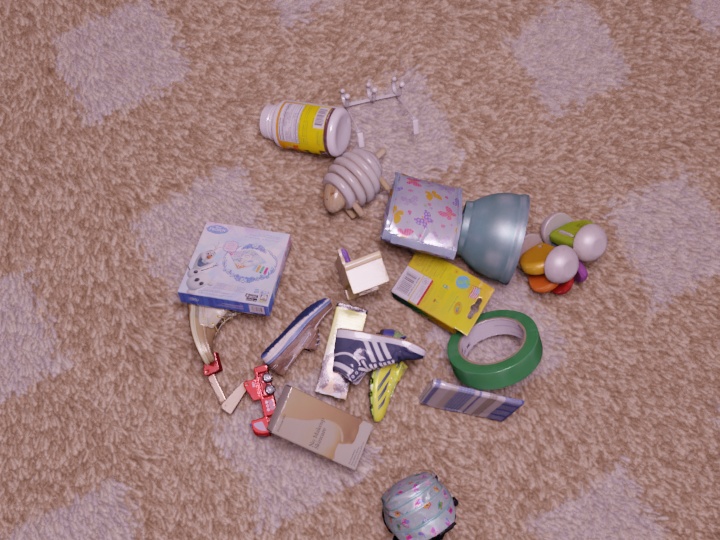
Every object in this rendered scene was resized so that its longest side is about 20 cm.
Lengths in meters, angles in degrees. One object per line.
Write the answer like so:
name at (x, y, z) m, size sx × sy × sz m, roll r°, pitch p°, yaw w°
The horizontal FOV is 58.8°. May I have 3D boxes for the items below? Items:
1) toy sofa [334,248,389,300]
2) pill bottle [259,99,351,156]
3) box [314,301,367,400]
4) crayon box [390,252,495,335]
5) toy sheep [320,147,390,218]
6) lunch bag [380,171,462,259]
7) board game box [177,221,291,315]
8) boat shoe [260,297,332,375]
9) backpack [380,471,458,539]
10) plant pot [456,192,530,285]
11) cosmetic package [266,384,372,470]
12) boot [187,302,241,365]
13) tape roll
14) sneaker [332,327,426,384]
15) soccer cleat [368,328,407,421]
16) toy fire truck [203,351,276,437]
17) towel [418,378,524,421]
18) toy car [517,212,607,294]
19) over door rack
toy sofa at (0.000, 0.000, 1.373) m, size 0.082 × 0.200 × 0.099 m, roll -18°, pitch 85°, yaw -6°
pill bottle at (-0.128, -0.329, 1.465) m, size 0.197 × 0.109 × 0.111 m, roll 14°, pitch 77°, yaw 21°
box at (-0.042, 0.177, 1.409) m, size 0.074 × 0.050 × 0.203 m, roll 13°, pitch 77°, yaw 0°
crayon box at (0.183, 0.051, 1.424) m, size 0.198 × 0.051 × 0.128 m, roll 31°, pitch 78°, yaw 20°
toy sheep at (-0.010, -0.207, 1.455) m, size 0.138 × 0.138 × 0.200 m, roll 42°, pitch 71°, yaw 6°
lunch bag at (0.132, -0.106, 1.409) m, size 0.167 × 0.129 × 0.201 m, roll 13°, pitch 38°, yaw -2°
board game box at (-0.268, -0.007, 1.390) m, size 0.196 × 0.044 × 0.201 m, roll 9°, pitch 53°, yaw 5°
boat shoe at (-0.127, 0.145, 1.406) m, size 0.200 × 0.072 × 0.073 m, roll -44°, pitch 102°, yaw -15°
backpack at (0.113, 0.479, 1.277) m, size 0.166 × 0.200 × 0.127 m, roll -35°, pitch 82°, yaw -9°
plant pot at (0.282, -0.082, 1.412) m, size 0.132 × 0.200 × 0.203 m, roll 13°, pitch 77°, yaw 5°
cosmetic package at (-0.085, 0.327, 1.337) m, size 0.198 × 0.071 × 0.107 m, roll 26°, pitch 76°, yaw -14°
boot at (-0.290, 0.097, 1.382) m, size 0.152 × 0.073 × 0.202 m, roll -12°, pitch 56°, yaw -9°
tape roll at (0.285, 0.165, 1.362) m, size 0.198 × 0.200 × 0.049 m, roll -30°, pitch 120°, yaw -8°
sneaker at (0.034, 0.191, 1.340) m, size 0.197 × 0.070 × 0.110 m, roll 10°, pitch 74°, yaw 14°
soccer cleat at (0.061, 0.229, 1.396) m, size 0.082 × 0.065 × 0.204 m, roll 7°, pitch 77°, yaw -2°
toy fire truck at (-0.254, 0.266, 1.378) m, size 0.139 × 0.049 × 0.203 m, roll -13°, pitch 80°, yaw -6°
towel at (0.230, 0.275, 1.358) m, size 0.197 × 0.147 × 0.024 m, roll 13°, pitch 63°, yaw -1°
toy car at (0.456, -0.026, 1.441) m, size 0.199 × 0.175 × 0.151 m, roll -35°, pitch 116°, yaw -10°
over door rack at (0.042, -0.381, 1.485) m, size 0.145 × 0.067 × 0.202 m, roll -14°, pitch 48°, yaw -5°
